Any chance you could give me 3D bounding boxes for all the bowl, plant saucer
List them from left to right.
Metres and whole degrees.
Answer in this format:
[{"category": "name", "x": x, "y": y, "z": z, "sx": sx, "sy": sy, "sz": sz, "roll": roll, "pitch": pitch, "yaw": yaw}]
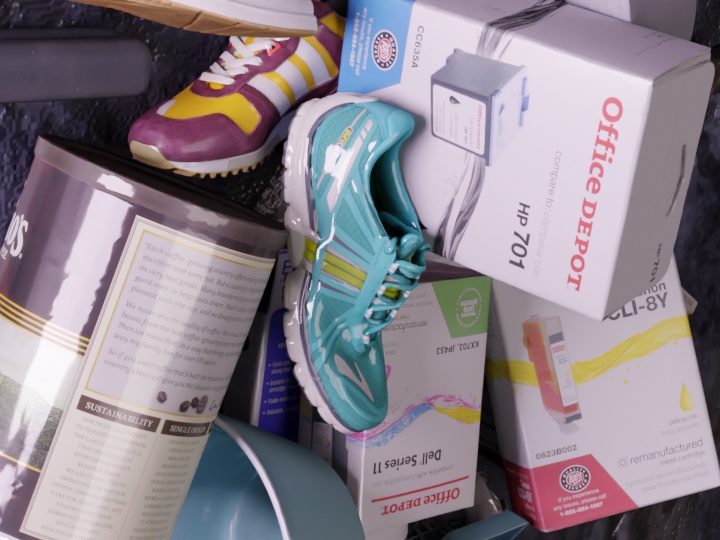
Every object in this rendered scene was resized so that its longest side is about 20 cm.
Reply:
[{"category": "bowl", "x": -0.070, "y": 0.181, "z": 0.920, "sx": 0.104, "sy": 0.200, "sz": 0.203, "roll": 1, "pitch": 107, "yaw": -46}, {"category": "plant saucer", "x": 0.055, "y": 0.233, "z": 1.128, "sx": 0.069, "sy": 0.019, "sz": 0.201, "roll": -14, "pitch": 153, "yaw": -31}]

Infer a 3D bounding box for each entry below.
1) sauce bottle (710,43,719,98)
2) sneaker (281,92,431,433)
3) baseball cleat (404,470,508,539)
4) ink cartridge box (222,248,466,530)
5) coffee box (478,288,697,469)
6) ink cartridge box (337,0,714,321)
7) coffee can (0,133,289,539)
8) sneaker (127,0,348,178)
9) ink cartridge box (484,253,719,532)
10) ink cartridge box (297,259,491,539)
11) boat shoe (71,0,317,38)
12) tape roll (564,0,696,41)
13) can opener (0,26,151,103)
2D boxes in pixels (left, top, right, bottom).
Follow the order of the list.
[{"category": "sauce bottle", "x": 0.235, "y": -0.146, "z": 1.186, "sx": 0.199, "sy": 0.064, "sz": 0.066, "roll": -16, "pitch": 119, "yaw": -42}, {"category": "sneaker", "x": 0.000, "y": 0.000, "z": 0.868, "sx": 0.077, "sy": 0.079, "sz": 0.203, "roll": -33, "pitch": 123, "yaw": -62}, {"category": "baseball cleat", "x": 0.037, "y": 0.181, "z": 1.107, "sx": 0.106, "sy": 0.070, "sz": 0.199, "roll": -36, "pitch": 160, "yaw": 30}, {"category": "ink cartridge box", "x": -0.008, "y": 0.064, "z": 1.047, "sx": 0.197, "sy": 0.043, "sz": 0.202, "roll": -8, "pitch": 115, "yaw": -43}, {"category": "coffee box", "x": 0.178, "y": 0.082, "z": 1.220, "sx": 0.113, "sy": 0.079, "sz": 0.202, "roll": 33, "pitch": 83, "yaw": -48}, {"category": "ink cartridge box", "x": 0.086, "y": -0.080, "z": 0.875, "sx": 0.086, "sy": 0.199, "sz": 0.148, "roll": -25, "pitch": 130, "yaw": -49}, {"category": "coffee can", "x": -0.141, "y": 0.046, "z": 0.825, "sx": 0.146, "sy": 0.146, "sz": 0.202, "roll": 17, "pitch": 96, "yaw": -48}, {"category": "sneaker", "x": -0.061, "y": -0.121, "z": 0.890, "sx": 0.199, "sy": 0.074, "sz": 0.091, "roll": -29, "pitch": 129, "yaw": -45}, {"category": "ink cartridge box", "x": 0.169, "y": 0.073, "z": 1.111, "sx": 0.143, "sy": 0.083, "sz": 0.203, "roll": -13, "pitch": 92, "yaw": -8}, {"category": "ink cartridge box", "x": 0.021, "y": 0.101, "z": 0.992, "sx": 0.116, "sy": 0.067, "sz": 0.203, "roll": -7, "pitch": 104, "yaw": -44}, {"category": "boat shoe", "x": -0.107, "y": -0.170, "z": 0.794, "sx": 0.198, "sy": 0.071, "sz": 0.070, "roll": 11, "pitch": 88, "yaw": -30}, {"category": "tape roll", "x": 0.110, "y": -0.182, "z": 0.937, "sx": 0.066, "sy": 0.199, "sz": 0.202, "roll": -30, "pitch": 128, "yaw": -33}, {"category": "can opener", "x": -0.194, "y": -0.120, "z": 0.763, "sx": 0.199, "sy": 0.053, "sz": 0.068, "roll": -10, "pitch": 116, "yaw": -44}]
